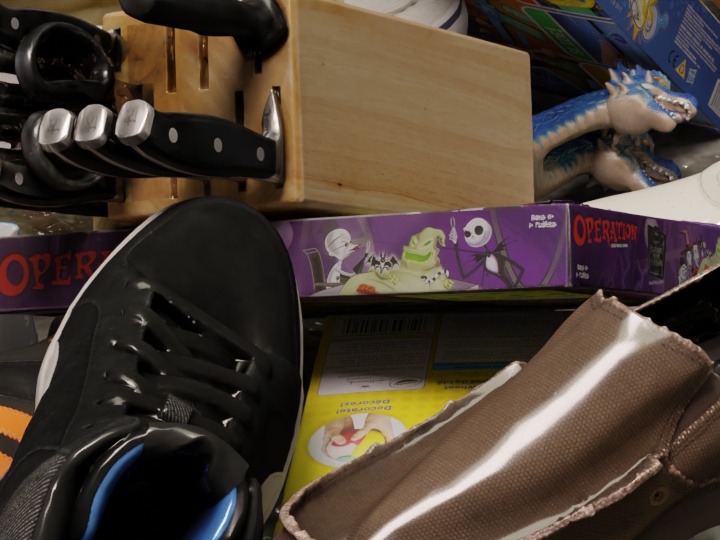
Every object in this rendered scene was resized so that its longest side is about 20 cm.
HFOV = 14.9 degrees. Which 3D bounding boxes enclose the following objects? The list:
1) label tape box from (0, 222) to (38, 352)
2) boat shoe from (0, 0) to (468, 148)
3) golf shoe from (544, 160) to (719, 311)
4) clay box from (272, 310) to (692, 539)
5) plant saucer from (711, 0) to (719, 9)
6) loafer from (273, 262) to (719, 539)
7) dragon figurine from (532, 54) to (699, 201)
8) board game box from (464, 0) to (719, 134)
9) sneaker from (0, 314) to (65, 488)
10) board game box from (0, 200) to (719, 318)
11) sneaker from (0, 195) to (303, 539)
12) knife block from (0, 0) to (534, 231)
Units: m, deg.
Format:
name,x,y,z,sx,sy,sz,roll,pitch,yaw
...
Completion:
name,x,y,z,sx,sy,sz,roll,pitch,yaw
label tape box,-0.203,0.051,0.837,0.143,0.066,0.200,5,28,18
boat shoe,-0.056,-0.095,0.937,0.201,0.086,0.075,-11,30,-18
golf shoe,0.151,-0.033,0.914,0.199,0.098,0.078,-8,30,-3
clay box,0.036,0.078,0.771,0.114,0.048,0.200,-1,29,8
plant saucer,0.215,-0.159,1.102,0.199,0.037,0.201,-2,63,4
loafer,0.057,0.037,0.715,0.200,0.071,0.073,-24,34,-29
dragon figurine,0.019,-0.046,0.993,0.199,0.059,0.099,9,31,22
board game box,0.046,-0.114,1.007,0.135,0.035,0.200,16,-11,32
sneaker,-0.120,0.070,0.764,0.090,0.070,0.200,33,37,25
board game box,0.000,0.000,0.847,0.199,0.032,0.120,-3,-8,29
sneaker,-0.044,0.046,0.675,0.073,0.112,0.200,29,54,-9
knife block,-0.021,-0.047,0.823,0.199,0.064,0.176,0,-4,-15
